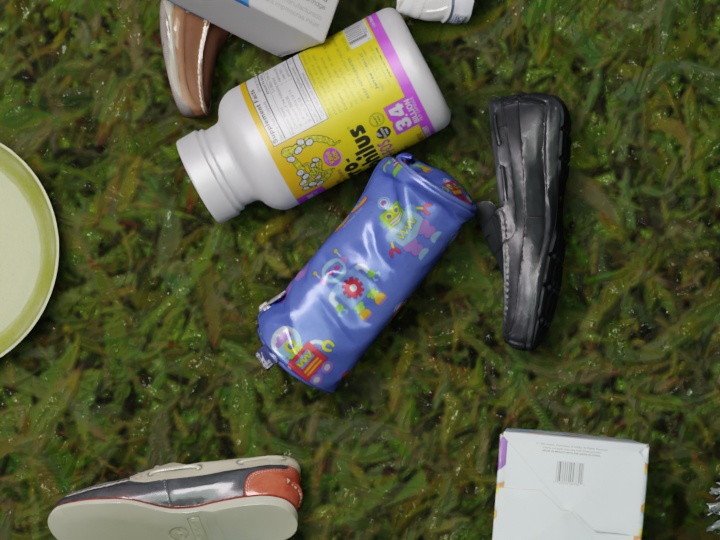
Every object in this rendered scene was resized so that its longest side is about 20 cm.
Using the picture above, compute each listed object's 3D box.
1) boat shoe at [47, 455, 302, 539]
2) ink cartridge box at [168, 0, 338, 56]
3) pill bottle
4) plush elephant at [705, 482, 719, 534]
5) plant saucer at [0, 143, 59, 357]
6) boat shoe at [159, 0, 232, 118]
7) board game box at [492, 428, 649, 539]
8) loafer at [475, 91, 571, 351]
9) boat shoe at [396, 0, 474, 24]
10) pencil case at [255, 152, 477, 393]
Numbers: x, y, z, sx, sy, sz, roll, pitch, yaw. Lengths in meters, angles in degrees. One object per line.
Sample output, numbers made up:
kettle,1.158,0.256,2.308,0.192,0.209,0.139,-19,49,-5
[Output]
boat shoe,-0.143,0.180,1.607,0.199,0.071,0.063,-6,43,8
ink cartridge box,-0.073,-0.287,1.573,0.146,0.084,0.201,24,76,-25
pill bottle,-0.038,-0.114,1.593,0.199,0.104,0.105,-28,84,4
plush elephant,0.352,0.161,1.507,0.199,0.155,0.165,-13,85,4
plant saucer,-0.336,-0.015,1.654,0.199,0.031,0.201,0,87,6
boat shoe,-0.117,-0.220,1.625,0.071,0.076,0.201,2,88,4
board game box,0.150,0.171,1.505,0.104,0.200,0.103,5,87,5
loafer,0.122,-0.038,1.593,0.070,0.068,0.201,2,82,16
boat shoe,0.046,-0.296,1.609,0.086,0.075,0.203,2,93,-11
pencil case,0.000,0.000,1.583,0.087,0.078,0.200,39,98,0
